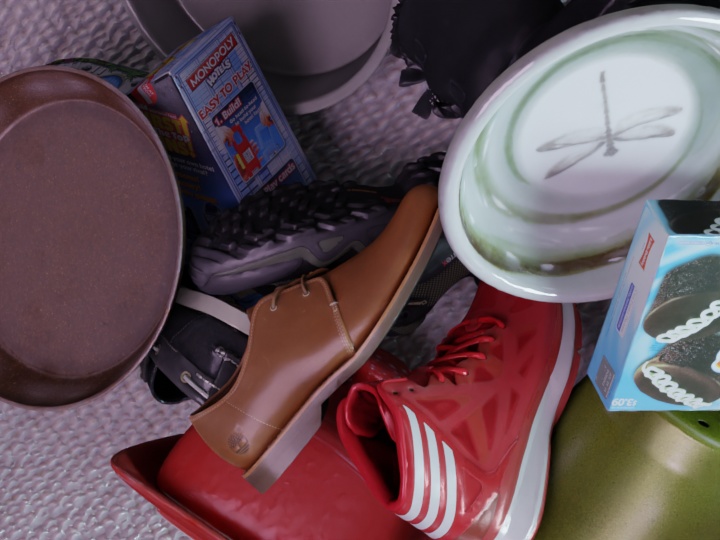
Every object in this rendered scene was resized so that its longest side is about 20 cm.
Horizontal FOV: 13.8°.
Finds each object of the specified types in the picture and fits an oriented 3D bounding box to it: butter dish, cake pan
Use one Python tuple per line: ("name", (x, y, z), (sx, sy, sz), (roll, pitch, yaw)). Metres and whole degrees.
("butter dish", (-0.017, 0.114, 1.801), (0.200, 0.199, 0.148), (34, 102, 14))
("cake pan", (-0.057, -0.189, 1.737), (0.200, 0.037, 0.201), (13, 120, 24))

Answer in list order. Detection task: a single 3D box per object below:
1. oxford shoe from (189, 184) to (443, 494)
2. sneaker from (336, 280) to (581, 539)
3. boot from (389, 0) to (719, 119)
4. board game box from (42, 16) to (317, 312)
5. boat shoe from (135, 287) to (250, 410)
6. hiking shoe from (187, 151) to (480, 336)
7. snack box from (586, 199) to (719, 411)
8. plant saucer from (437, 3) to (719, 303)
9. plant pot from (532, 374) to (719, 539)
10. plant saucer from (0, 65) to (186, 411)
("oxford shoe", (-0.021, 0.025, 1.649), (0.071, 0.071, 0.200), (38, 93, -2))
("sneaker", (0.054, 0.055, 1.655), (0.115, 0.201, 0.078), (28, 140, -29))
("boot", (0.100, -0.139, 1.619), (0.163, 0.073, 0.199), (59, 133, 36))
("board game box", (-0.106, -0.067, 1.780), (0.200, 0.062, 0.200), (18, 139, 36))
("boat shoe", (-0.116, 0.043, 1.766), (0.200, 0.072, 0.068), (16, 83, 61))
("hiking shoe", (0.000, 0.000, 1.718), (0.199, 0.076, 0.101), (-12, 116, -14))
("snack box", (0.230, 0.020, 1.597), (0.037, 0.199, 0.116), (-117, 34, -49))
("plant saucer", (0.130, -0.070, 1.539), (0.200, 0.200, 0.050), (-61, 35, 36))
("plant pot", (0.160, 0.144, 1.701), (0.200, 0.200, 0.193), (33, 114, 12))
("plant saucer", (-0.175, -0.018, 1.736), (0.200, 0.034, 0.201), (-1, 88, 33))
